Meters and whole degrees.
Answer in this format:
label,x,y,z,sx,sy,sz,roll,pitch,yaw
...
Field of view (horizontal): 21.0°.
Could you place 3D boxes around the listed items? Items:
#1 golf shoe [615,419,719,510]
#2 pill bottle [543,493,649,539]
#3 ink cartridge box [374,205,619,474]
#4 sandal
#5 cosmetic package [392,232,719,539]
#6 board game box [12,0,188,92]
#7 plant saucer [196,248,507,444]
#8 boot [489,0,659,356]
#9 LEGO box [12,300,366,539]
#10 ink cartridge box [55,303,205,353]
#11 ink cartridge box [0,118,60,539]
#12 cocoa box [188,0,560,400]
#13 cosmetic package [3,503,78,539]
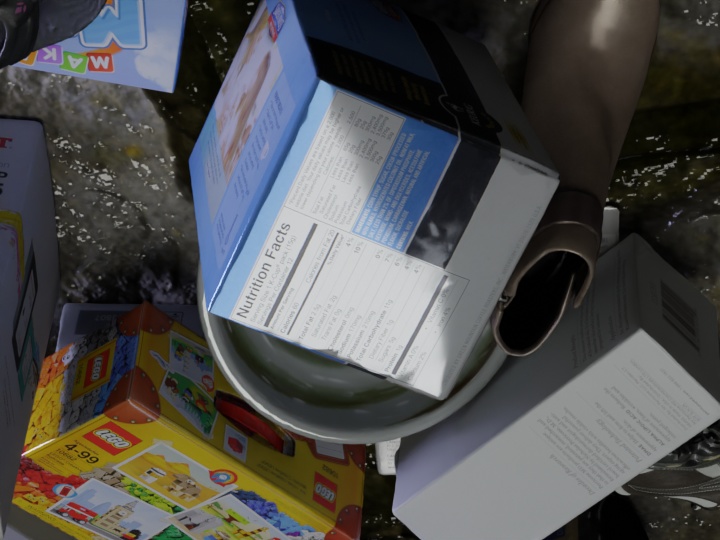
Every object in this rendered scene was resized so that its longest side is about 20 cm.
label,x,y,z,sx,sy,sz,roll,pitch,yaw
golf shoe,0.248,0.106,1.241,0.198,0.078,0.095,1,143,-15
pill bottle,0.105,0.236,1.379,0.199,0.112,0.112,-20,133,25
ink cartridge box,0.085,0.038,1.228,0.160,0.050,0.201,-1,119,6
sandal,-0.206,-0.123,1.003,0.199,0.048,0.075,-22,131,29
cosmetic package,0.115,0.084,1.162,0.081,0.113,0.200,41,118,-18
board game box,-0.157,-0.185,0.994,0.150,0.037,0.201,9,139,-5
plant saucer,0.000,0.000,1.137,0.198,0.050,0.202,-3,105,-12
boot,0.112,-0.056,1.027,0.070,0.147,0.201,12,134,-2
LEGO box,-0.117,0.122,1.233,0.148,0.078,0.200,-28,132,34
ink cartridge box,-0.108,0.103,1.300,0.161,0.057,0.201,0,133,4
ink cartridge box,-0.263,0.028,1.116,0.145,0.201,0.147,4,137,1
cocoa box,-0.002,-0.052,0.982,0.130,0.200,0.134,21,110,-16
cosmetic package,-0.258,0.125,1.290,0.106,0.091,0.200,-8,139,48
